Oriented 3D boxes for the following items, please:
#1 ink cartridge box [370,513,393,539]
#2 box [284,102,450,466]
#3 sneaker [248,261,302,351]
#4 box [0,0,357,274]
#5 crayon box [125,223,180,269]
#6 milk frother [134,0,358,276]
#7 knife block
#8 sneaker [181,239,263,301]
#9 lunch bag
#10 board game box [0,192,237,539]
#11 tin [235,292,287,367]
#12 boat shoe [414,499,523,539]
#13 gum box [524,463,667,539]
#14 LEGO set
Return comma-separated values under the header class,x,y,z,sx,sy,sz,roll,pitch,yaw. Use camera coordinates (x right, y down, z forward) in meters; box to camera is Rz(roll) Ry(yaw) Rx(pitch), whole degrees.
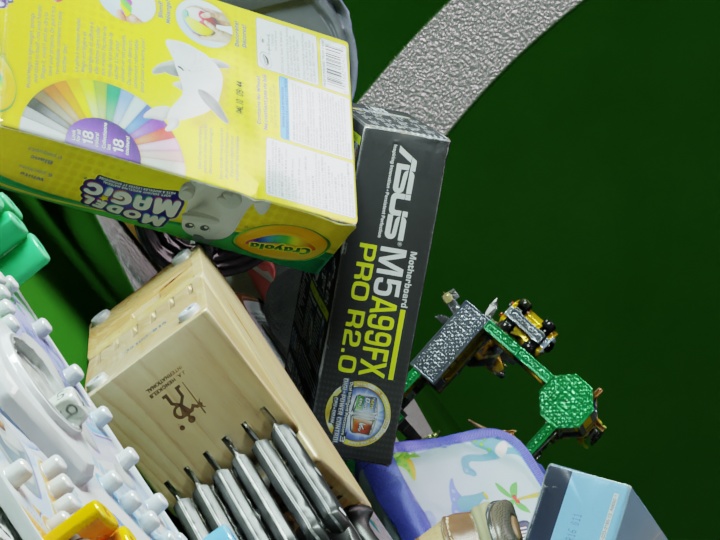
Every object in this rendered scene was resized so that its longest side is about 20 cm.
class,x,y,z,sx,sy,sz,roll,pitch,yaw
ink cartridge box,-0.041,0.097,1.135,0.120,0.042,0.200,54,-1,18
box,0.000,0.000,1.142,0.044,0.161,0.200,10,6,-6
sneaker,-0.023,0.015,1.415,0.087,0.074,0.200,54,1,-40
box,-0.100,-0.077,1.015,0.199,0.048,0.118,17,48,-24
crayon box,-0.158,-0.092,1.396,0.200,0.051,0.127,54,2,-26
milk frother,-0.072,-0.078,1.193,0.200,0.181,0.188,39,5,-25
knife block,-0.041,0.090,0.943,0.176,0.064,0.200,54,2,-13
sneaker,-0.098,-0.026,1.544,0.085,0.077,0.201,90,-25,-85
lunch bag,0.079,0.191,1.308,0.200,0.127,0.171,30,26,-59
board game box,-0.109,0.039,0.766,0.200,0.026,0.200,55,3,13
tin,-0.054,0.067,1.401,0.112,0.042,0.200,50,2,4
boat shoe,0.050,0.191,1.111,0.076,0.073,0.201,-106,-174,-49
gum box,0.105,0.204,1.061,0.044,0.171,0.200,13,-17,23
LEGO set,0.070,0.119,1.512,0.153,0.201,0.116,33,-6,17
